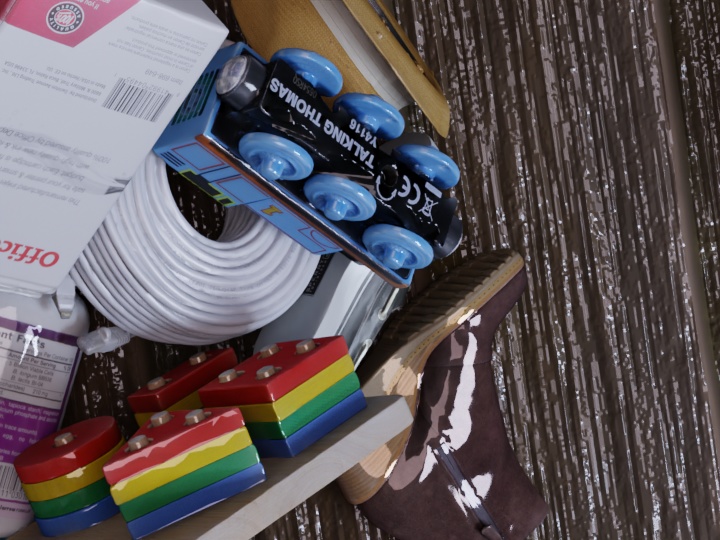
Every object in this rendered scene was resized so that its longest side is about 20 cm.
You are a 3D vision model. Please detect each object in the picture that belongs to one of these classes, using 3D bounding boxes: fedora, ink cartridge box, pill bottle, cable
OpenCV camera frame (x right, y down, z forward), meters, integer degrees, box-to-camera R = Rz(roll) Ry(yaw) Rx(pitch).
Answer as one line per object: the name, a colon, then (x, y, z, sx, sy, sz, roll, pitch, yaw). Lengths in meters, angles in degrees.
fedora: (-0.023, -0.152, 1.177, 0.081, 0.201, 0.201, -36, 95, 8)
ink cartridge box: (-0.191, -0.093, 1.022, 0.145, 0.085, 0.201, 15, 117, -49)
pill bottle: (-0.237, 0.060, 1.169, 0.111, 0.112, 0.202, 16, 87, -9)
cable: (-0.108, -0.054, 1.168, 0.199, 0.069, 0.202, -5, 85, -42)

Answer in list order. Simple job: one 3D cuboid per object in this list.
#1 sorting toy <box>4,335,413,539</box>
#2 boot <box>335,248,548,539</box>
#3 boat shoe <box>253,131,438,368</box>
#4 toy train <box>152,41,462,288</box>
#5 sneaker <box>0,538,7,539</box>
sorting toy: (-0.107, 0.109, 1.106, 0.198, 0.199, 0.070, -31, 105, -39)
boot: (0.077, 0.104, 1.254, 0.200, 0.072, 0.167, -45, 108, -8)
boat shoe: (0.000, 0.000, 1.236, 0.064, 0.070, 0.201, 43, 73, -39)
toy train: (-0.026, -0.064, 1.122, 0.199, 0.114, 0.087, 35, 63, -33)
sneaker: (-0.289, 0.226, 1.181, 0.198, 0.080, 0.132, 15, 109, 11)
